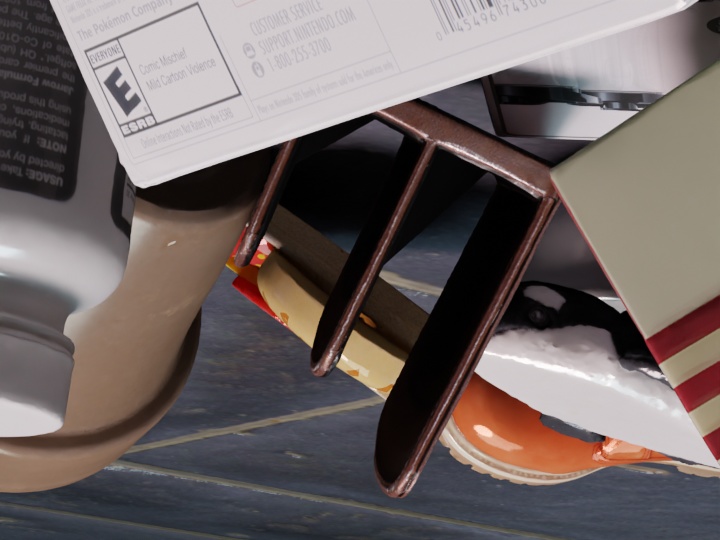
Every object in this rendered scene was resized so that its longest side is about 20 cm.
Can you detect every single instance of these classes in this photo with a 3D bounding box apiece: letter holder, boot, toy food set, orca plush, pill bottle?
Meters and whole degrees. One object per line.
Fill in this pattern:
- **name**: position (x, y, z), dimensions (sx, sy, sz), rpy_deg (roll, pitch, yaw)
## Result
- **letter holder**: position (0.000, 0.000, 0.847), dimensions (0.100, 0.143, 0.200), rpy_deg (25, -176, -3)
- **boot**: position (0.134, 0.053, 0.971), dimensions (0.199, 0.075, 0.107), rpy_deg (1, 164, -20)
- **toy food set**: position (-0.007, 0.024, 1.106), dimensions (0.200, 0.049, 0.198), rpy_deg (34, 177, 44)
- **orca plush**: position (0.142, 0.037, 0.895), dimensions (0.199, 0.071, 0.105), rpy_deg (15, 159, 5)
- **pill bottle**: position (-0.132, -0.047, 0.742), dimensions (0.110, 0.201, 0.111), rpy_deg (5, 165, 1)

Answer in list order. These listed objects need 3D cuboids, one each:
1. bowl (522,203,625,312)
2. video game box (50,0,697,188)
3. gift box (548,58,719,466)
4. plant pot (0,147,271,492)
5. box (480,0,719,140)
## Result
- **bowl**: position (0.154, -0.003, 1.051), dimensions (0.200, 0.091, 0.201), rpy_deg (4, 166, 1)
- **video game box**: position (-0.022, -0.125, 0.480), dimensions (0.047, 0.183, 0.200), rpy_deg (-34, -166, -39)
- **gift box**: position (0.200, -0.002, 0.660), dimensions (0.186, 0.200, 0.184), rpy_deg (-34, 175, 18)
- **plant pot**: position (-0.130, -0.030, 0.900), dimensions (0.200, 0.201, 0.175), rpy_deg (13, 144, -32)
- **box**: position (0.097, -0.104, 0.740), dimensions (0.116, 0.060, 0.200), rpy_deg (2, 166, 8)
